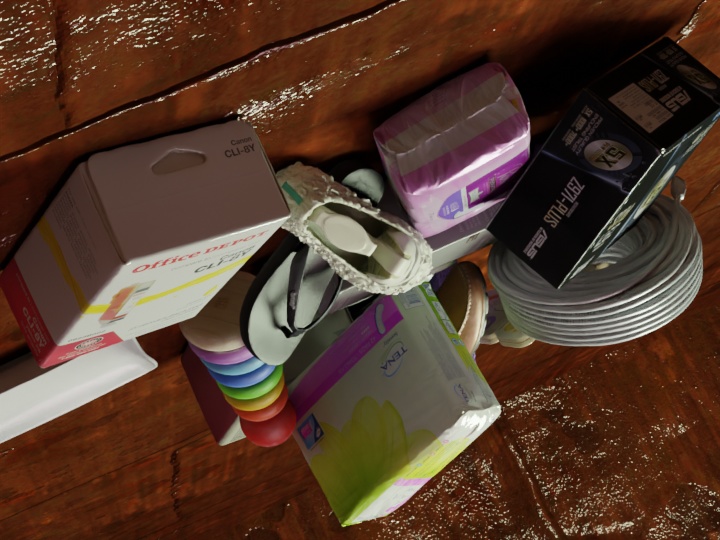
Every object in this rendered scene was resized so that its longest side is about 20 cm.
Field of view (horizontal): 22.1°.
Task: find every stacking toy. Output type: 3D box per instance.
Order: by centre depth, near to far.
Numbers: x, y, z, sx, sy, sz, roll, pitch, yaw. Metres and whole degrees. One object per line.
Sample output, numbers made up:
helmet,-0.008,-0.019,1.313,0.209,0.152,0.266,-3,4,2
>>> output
stacking toy,-0.104,0.092,1.683,0.085,0.085,0.200,-24,139,-9

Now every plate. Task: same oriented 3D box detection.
plate,-0.296,0.106,1.719,0.199,0.032,0.200,-26,168,-4

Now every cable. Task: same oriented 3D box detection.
cable,0.220,-0.007,1.728,0.200,0.069,0.200,-9,-147,8

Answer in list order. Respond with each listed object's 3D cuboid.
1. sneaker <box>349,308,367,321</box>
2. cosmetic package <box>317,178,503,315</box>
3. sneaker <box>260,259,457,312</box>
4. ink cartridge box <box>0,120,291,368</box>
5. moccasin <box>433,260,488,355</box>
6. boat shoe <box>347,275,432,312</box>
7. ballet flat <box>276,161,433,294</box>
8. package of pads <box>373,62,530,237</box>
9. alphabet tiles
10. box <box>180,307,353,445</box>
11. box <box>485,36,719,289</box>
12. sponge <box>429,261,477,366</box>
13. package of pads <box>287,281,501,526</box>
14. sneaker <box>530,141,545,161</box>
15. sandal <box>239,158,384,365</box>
sneaker,0.019,0.097,1.889,0.072,0.083,0.200,-8,160,-10
cosmetic package,0.042,-0.040,1.676,0.200,0.090,0.107,-26,172,-13
sneaker,0.000,0.000,1.766,0.200,0.075,0.089,-15,153,-6
ink cartridge box,-0.161,-0.018,1.345,0.145,0.083,0.200,-18,166,-33
moccasin,0.060,0.067,1.784,0.078,0.074,0.201,8,139,-28
boat shoe,0.001,0.007,1.873,0.057,0.069,0.200,23,148,-28
ballet flat,0.000,-0.021,1.515,0.072,0.072,0.200,-32,140,28
package of pads,0.080,-0.096,1.531,0.120,0.076,0.200,-27,169,0
alphabet tiles,0.200,0.009,1.845,0.200,0.015,0.196,-41,-159,-23
box,-0.093,0.086,1.874,0.128,0.109,0.200,-20,167,-21
box,0.219,-0.096,1.592,0.164,0.086,0.200,-56,168,32
sponge,0.073,0.056,1.881,0.030,0.200,0.112,2,155,-24
package of pads,0.024,0.129,1.715,0.068,0.155,0.200,-2,144,-48
sneaker,0.172,-0.081,1.851,0.083,0.081,0.200,-8,153,-19
sandal,-0.041,-0.001,1.559,0.076,0.043,0.200,7,118,-46
